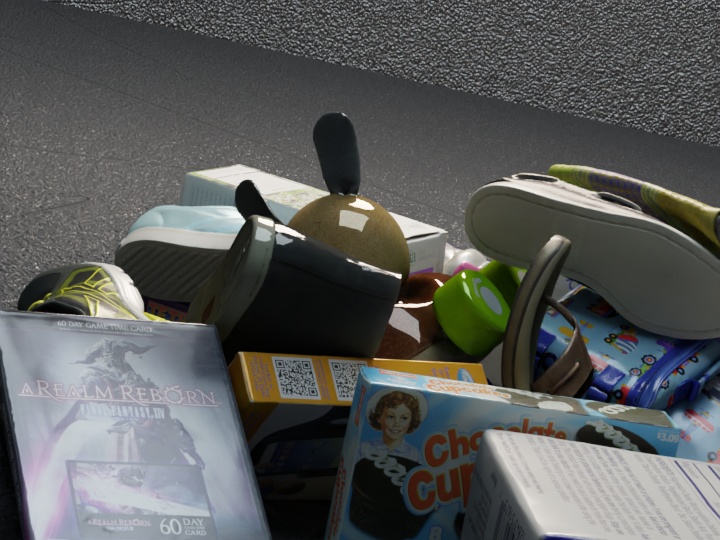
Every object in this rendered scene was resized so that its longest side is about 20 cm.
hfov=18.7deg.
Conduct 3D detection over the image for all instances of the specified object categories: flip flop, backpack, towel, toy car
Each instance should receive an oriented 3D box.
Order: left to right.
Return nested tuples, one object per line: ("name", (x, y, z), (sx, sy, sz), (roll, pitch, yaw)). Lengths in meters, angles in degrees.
("toy car", (0.000, 0.000, 1.505), (0.201, 0.164, 0.158), (56, 22, 6))
("flip flop", (0.118, 0.079, 1.391), (0.057, 0.202, 0.081), (6, -7, 9))
("backpack", (0.213, 0.103, 1.476), (0.199, 0.136, 0.182), (29, 39, 32))
("towel", (0.226, -0.016, 1.513), (0.143, 0.023, 0.200), (41, -9, -34))

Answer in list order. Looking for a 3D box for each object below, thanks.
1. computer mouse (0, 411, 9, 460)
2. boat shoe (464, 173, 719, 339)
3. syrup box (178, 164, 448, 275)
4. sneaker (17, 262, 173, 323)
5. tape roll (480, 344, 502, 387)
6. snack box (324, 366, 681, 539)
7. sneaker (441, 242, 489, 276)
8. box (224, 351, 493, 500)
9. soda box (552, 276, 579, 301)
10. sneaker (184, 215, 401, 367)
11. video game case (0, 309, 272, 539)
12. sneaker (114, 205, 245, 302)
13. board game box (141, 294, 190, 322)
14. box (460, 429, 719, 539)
("computer mouse", (-0.178, 0.102, 1.370), (0.137, 0.053, 0.200), (17, 4, -5))
("boat shoe", (0.168, -0.013, 1.463), (0.198, 0.075, 0.060), (18, 22, 16))
("syrup box", (-0.040, -0.016, 1.671), (0.199, 0.082, 0.079), (19, 17, 28))
("sneaker", (-0.180, 0.034, 1.377), (0.084, 0.075, 0.200), (13, 5, -33))
("tape roll", (0.173, 0.073, 1.728), (0.201, 0.037, 0.203), (12, 9, -2))
("snack box", (0.085, 0.131, 1.321), (0.198, 0.117, 0.037), (9, 13, -12))
("sneaker", (0.042, 0.008, 1.748), (0.088, 0.081, 0.200), (47, -18, -7))
("box", (-0.009, 0.101, 1.374), (0.198, 0.119, 0.042), (6, 53, -29))
("soda box", (0.211, 0.040, 1.632), (0.198, 0.064, 0.068), (16, 1, 23))
("sneaker", (-0.052, 0.045, 1.380), (0.105, 0.075, 0.200), (19, -31, -13))
("video game case", (-0.128, 0.106, 1.230), (0.142, 0.019, 0.201), (5, 47, -26))
("sneaker", (-0.076, -0.015, 1.608), (0.198, 0.074, 0.082), (13, 40, 6))
("board game box", (-0.083, 0.046, 1.676), (0.199, 0.057, 0.165), (18, 13, 26))
("box", (0.167, 0.177, 1.222), (0.198, 0.106, 0.184), (9, 12, -8))
